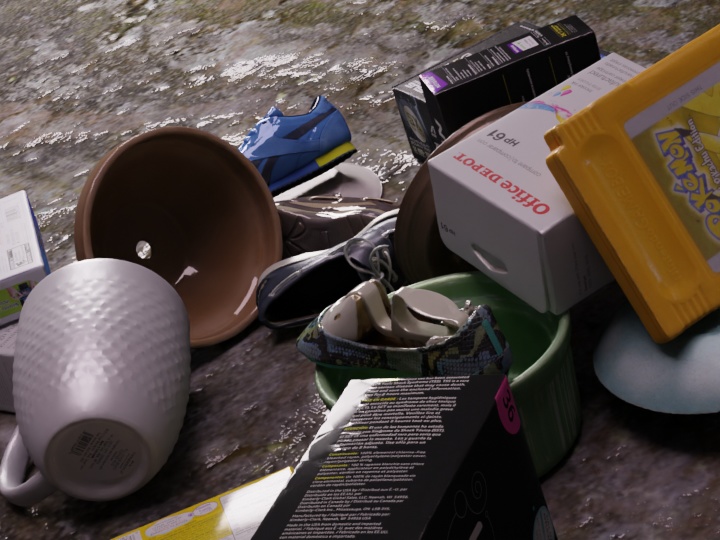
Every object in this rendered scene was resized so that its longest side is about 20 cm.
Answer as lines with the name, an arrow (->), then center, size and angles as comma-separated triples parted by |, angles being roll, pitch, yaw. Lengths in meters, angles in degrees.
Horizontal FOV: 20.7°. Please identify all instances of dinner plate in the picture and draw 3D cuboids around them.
dinner plate -> -0.076, -0.064, 1.961 | 0.199, 0.024, 0.200 | -14, 27, 7

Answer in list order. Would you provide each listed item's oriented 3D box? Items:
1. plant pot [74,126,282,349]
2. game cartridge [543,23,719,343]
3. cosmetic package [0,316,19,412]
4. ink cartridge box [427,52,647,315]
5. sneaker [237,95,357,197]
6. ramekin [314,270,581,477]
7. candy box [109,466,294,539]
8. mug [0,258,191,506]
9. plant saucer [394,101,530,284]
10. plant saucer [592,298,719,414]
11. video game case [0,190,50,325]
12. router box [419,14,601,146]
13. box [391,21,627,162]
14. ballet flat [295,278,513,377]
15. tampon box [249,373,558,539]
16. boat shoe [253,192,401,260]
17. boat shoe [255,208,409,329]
plant pot -> -0.179, -0.026, 1.787 | 0.201, 0.201, 0.093 | -37, 14, -31
game cartridge -> 0.251, -0.070, 1.447 | 0.200, 0.177, 0.032 | -32, 1, -23
cosmetic package -> -0.322, 0.072, 1.809 | 0.199, 0.074, 0.102 | 5, 35, 36
ink cartridge box -> 0.173, -0.070, 1.520 | 0.200, 0.085, 0.144 | -32, 41, -22
sneaker -> -0.101, -0.107, 1.925 | 0.200, 0.079, 0.066 | -29, -1, -22
ramekin -> 0.073, 0.093, 1.502 | 0.199, 0.098, 0.200 | -14, 28, 8
candy box -> -0.129, 0.216, 1.478 | 0.199, 0.026, 0.102 | -22, 30, -5
mug -> -0.230, 0.115, 1.624 | 0.200, 0.148, 0.176 | -42, 28, 21
plant saucer -> 0.121, -0.048, 1.635 | 0.200, 0.200, 0.029 | -25, 44, -13
plant saucer -> 0.267, 0.033, 1.469 | 0.200, 0.039, 0.201 | -15, 29, 9
video game case -> -0.384, 0.008, 1.843 | 0.181, 0.046, 0.200 | -20, 26, -6
router box -> 0.149, -0.100, 1.697 | 0.149, 0.200, 0.051 | -21, 28, -6
box -> 0.154, -0.156, 1.920 | 0.163, 0.086, 0.200 | -28, 29, -17
ballet flat -> 0.026, 0.039, 1.449 | 0.200, 0.074, 0.074 | 6, 36, 39
tampon box -> 0.031, 0.186, 1.302 | 0.126, 0.150, 0.200 | -3, 31, 28
boat shoe -> -0.035, -0.034, 1.845 | 0.199, 0.075, 0.073 | 6, 22, 30
boat shoe -> 0.000, 0.000, 1.742 | 0.199, 0.075, 0.062 | -17, 26, 7
